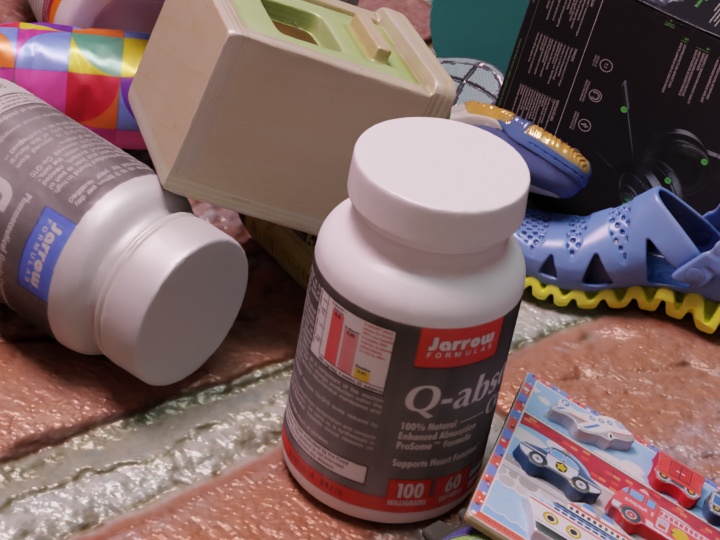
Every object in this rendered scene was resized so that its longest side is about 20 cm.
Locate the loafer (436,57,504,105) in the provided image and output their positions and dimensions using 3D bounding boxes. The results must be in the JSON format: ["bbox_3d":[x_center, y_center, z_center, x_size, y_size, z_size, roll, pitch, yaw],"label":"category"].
[{"bbox_3d":[0.003,-0.114,1.552,0.198,0.063,0.072,4,63,-3],"label":"loafer"}]

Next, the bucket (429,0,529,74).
[{"bbox_3d":[0.145,-0.205,1.597,0.206,0.208,0.135,14,38,4],"label":"bucket"}]

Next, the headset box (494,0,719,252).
[{"bbox_3d":[0.199,-0.110,1.474,0.199,0.175,0.093,26,36,14],"label":"headset box"}]

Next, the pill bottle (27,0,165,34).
[{"bbox_3d":[-0.189,-0.215,1.584,0.109,0.110,0.200,-4,36,-22],"label":"pill bottle"}]

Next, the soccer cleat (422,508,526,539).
[{"bbox_3d":[0.029,0.182,1.096,0.084,0.065,0.200,34,39,27],"label":"soccer cleat"}]

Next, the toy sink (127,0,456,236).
[{"bbox_3d":[-0.020,-0.096,1.318,0.199,0.113,0.131,17,22,-23],"label":"toy sink"}]

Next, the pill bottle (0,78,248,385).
[{"bbox_3d":[-0.168,-0.022,1.295,0.199,0.114,0.114,31,38,28],"label":"pill bottle"}]

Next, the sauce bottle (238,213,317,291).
[{"bbox_3d":[0.000,0.000,1.359,0.066,0.066,0.200,-15,41,-35],"label":"sauce bottle"}]

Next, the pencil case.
[{"bbox_3d":[-0.164,-0.116,1.467,0.198,0.089,0.089,7,33,-6],"label":"pencil case"}]

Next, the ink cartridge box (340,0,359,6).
[{"bbox_3d":[-0.122,-0.228,1.488,0.175,0.045,0.200,-8,39,-42],"label":"ink cartridge box"}]

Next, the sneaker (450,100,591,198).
[{"bbox_3d":[0.055,-0.066,1.453,0.199,0.089,0.075,17,-11,32],"label":"sneaker"}]

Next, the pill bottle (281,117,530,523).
[{"bbox_3d":[0.026,0.027,1.201,0.115,0.201,0.116,8,33,-5],"label":"pill bottle"}]

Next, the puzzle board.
[{"bbox_3d":[0.159,0.140,1.184,0.199,0.017,0.151,31,30,1],"label":"puzzle board"}]

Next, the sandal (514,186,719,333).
[{"bbox_3d":[0.181,-0.019,1.424,0.198,0.088,0.080,9,33,1],"label":"sandal"}]
